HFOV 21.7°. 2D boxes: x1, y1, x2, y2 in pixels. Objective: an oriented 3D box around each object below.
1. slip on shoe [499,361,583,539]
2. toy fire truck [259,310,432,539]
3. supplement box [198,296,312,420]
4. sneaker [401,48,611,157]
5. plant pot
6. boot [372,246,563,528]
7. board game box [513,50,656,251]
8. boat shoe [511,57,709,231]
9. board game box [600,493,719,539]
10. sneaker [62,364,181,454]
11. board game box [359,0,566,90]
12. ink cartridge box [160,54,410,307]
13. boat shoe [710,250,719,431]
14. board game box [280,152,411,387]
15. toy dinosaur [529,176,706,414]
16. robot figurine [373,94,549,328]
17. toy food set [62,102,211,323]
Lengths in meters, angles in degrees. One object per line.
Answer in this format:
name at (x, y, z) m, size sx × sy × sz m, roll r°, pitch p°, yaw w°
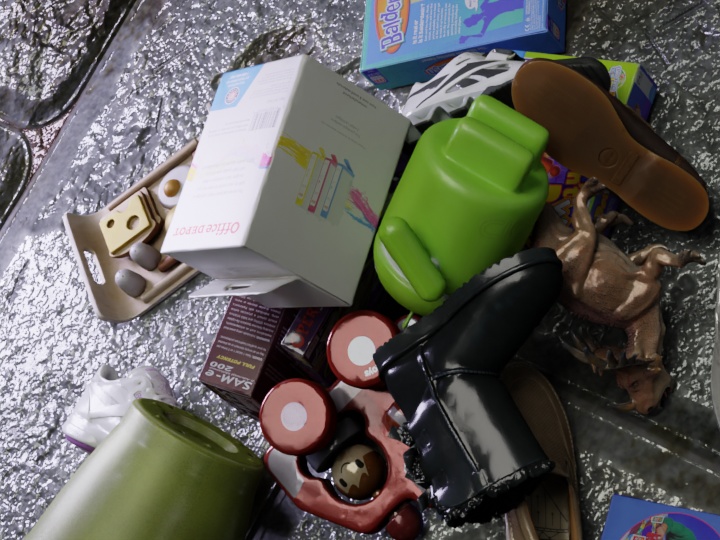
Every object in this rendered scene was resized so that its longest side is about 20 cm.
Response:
slip on shoe at (0.145, 0.166, 1.527) m, size 0.075 × 0.061 × 0.201 m, roll 5°, pitch 66°, yaw -14°
toy fire truck at (0.020, 0.140, 1.618) m, size 0.200 × 0.112 × 0.168 m, roll -45°, pitch 70°, yaw 7°
supplement box at (-0.068, 0.032, 1.711) m, size 0.061 × 0.109 × 0.201 m, roll 15°, pitch 75°, yaw 24°
sneaker at (0.122, -0.164, 1.631) m, size 0.199 × 0.074 × 0.089 m, roll -14°, pitch 49°, yaw 25°
plant pot at (-0.181, 0.222, 1.617) m, size 0.200 × 0.200 × 0.194 m, roll 30°, pitch 94°, yaw 38°
boot at (0.106, 0.097, 1.488) m, size 0.198 × 0.073 × 0.163 m, roll -36°, pitch 61°, yaw 23°
board game box at (0.166, -0.090, 1.657) m, size 0.134 × 0.045 × 0.201 m, roll 10°, pitch 73°, yaw 35°
boat shoe at (0.205, -0.106, 1.567) m, size 0.070 × 0.200 × 0.070 m, roll -47°, pitch 9°, yaw 17°
board game box at (0.235, 0.284, 1.442) m, size 0.134 × 0.045 × 0.201 m, roll 8°, pitch 72°, yaw 35°
sneaker at (-0.197, 0.142, 1.763) m, size 0.199 × 0.075 × 0.100 m, roll 16°, pitch 78°, yaw 36°
board game box at (0.099, -0.264, 1.793) m, size 0.199 × 0.045 × 0.153 m, roll -8°, pitch 64°, yaw 29°
ink cartridge box at (-0.067, -0.060, 1.590) m, size 0.128 × 0.125 × 0.201 m, roll -3°, pitch 65°, yaw 53°
boat shoe at (0.309, 0.048, 1.494) m, size 0.071 × 0.070 × 0.201 m, roll -4°, pitch 65°, yaw 30°
board game box at (0.000, 0.000, 1.675) m, size 0.032 × 0.120 × 0.201 m, roll 26°, pitch 79°, yaw 21°
toy dinosaur at (0.191, 0.014, 1.533) m, size 0.200 × 0.086 × 0.136 m, roll 39°, pitch 87°, yaw 16°
robot figurine at (0.082, -0.043, 1.549) m, size 0.115 × 0.176 × 0.201 m, roll 28°, pitch 127°, yaw 4°
toy food set at (-0.202, -0.058, 1.873) m, size 0.199 × 0.060 × 0.144 m, roll -35°, pitch 54°, yaw 13°
